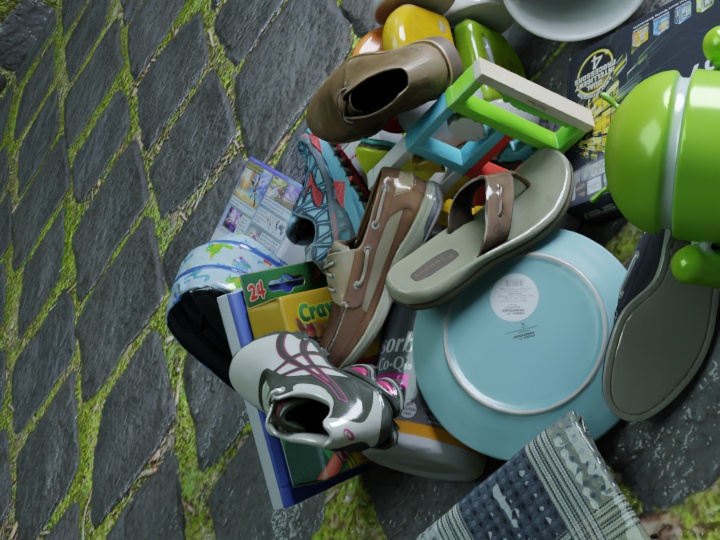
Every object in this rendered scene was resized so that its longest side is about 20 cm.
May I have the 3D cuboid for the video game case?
[{"bbox_3d":[-0.130,-0.037,1.423,0.199,0.045,0.184,33,98,58],"label":"video game case"}]

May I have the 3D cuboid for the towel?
[{"bbox_3d":[0.145,0.240,0.823,0.193,0.034,0.202,-45,52,26],"label":"towel"}]

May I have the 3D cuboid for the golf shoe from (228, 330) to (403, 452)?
[{"bbox_3d":[-0.056,0.101,0.925,0.198,0.087,0.079,11,104,42],"label":"golf shoe"}]

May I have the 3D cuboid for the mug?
[{"bbox_3d":[0.169,-0.325,1.049,0.196,0.149,0.177,-7,41,5],"label":"mug"}]

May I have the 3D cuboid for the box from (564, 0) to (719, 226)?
[{"bbox_3d":[0.258,-0.142,0.922,0.199,0.049,0.164,-22,55,49],"label":"box"}]

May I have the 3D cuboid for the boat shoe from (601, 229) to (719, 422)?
[{"bbox_3d":[0.236,0.020,0.850,0.063,0.071,0.203,152,140,-86],"label":"boat shoe"}]

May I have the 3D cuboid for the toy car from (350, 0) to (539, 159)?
[{"bbox_3d":[0.074,-0.189,1.085,0.149,0.197,0.178,-29,67,44],"label":"toy car"}]

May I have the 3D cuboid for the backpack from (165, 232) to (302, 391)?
[{"bbox_3d":[-0.120,0.057,1.202,0.162,0.198,0.156,-31,44,42],"label":"backpack"}]

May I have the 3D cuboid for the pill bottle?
[{"bbox_3d":[0.072,0.078,0.985,0.115,0.115,0.204,-13,59,51],"label":"pill bottle"}]

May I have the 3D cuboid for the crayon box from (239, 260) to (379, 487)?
[{"bbox_3d":[-0.035,0.088,1.044,0.050,0.126,0.204,-19,86,39],"label":"crayon box"}]

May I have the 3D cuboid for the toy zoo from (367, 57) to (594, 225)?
[{"bbox_3d":[0.096,-0.098,0.985,0.200,0.129,0.021,-44,39,42],"label":"toy zoo"}]

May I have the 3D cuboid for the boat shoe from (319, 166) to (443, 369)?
[{"bbox_3d":[0.000,0.000,0.978,0.203,0.071,0.076,-62,11,2],"label":"boat shoe"}]

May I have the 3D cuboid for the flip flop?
[{"bbox_3d":[0.099,-0.044,0.918,0.198,0.058,0.081,-34,32,-14],"label":"flip flop"}]

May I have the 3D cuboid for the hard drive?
[{"bbox_3d":[-0.063,0.113,1.065,0.025,0.131,0.204,-18,86,36],"label":"hard drive"}]

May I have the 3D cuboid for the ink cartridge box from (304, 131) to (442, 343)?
[{"bbox_3d":[0.011,-0.038,1.182,0.146,0.084,0.202,-43,40,31],"label":"ink cartridge box"}]

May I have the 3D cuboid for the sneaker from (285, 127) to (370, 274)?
[{"bbox_3d":[-0.043,-0.073,1.107,0.095,0.080,0.201,-33,39,6],"label":"sneaker"}]

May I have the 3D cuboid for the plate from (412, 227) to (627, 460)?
[{"bbox_3d":[0.135,0.053,0.895,0.196,0.026,0.204,-7,67,16],"label":"plate"}]

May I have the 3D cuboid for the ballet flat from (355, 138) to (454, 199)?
[{"bbox_3d":[0.052,-0.090,1.080,0.066,0.199,0.068,11,98,25],"label":"ballet flat"}]

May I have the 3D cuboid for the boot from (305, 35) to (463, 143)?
[{"bbox_3d":[-0.001,-0.156,0.981,0.199,0.075,0.075,-15,99,53],"label":"boot"}]

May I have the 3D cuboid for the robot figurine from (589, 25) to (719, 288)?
[{"bbox_3d":[0.260,-0.076,0.758,0.196,0.115,0.179,8,91,20],"label":"robot figurine"}]
